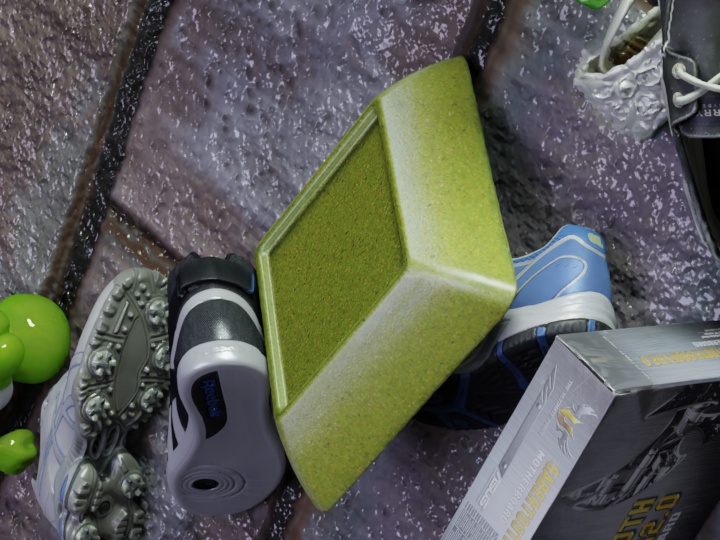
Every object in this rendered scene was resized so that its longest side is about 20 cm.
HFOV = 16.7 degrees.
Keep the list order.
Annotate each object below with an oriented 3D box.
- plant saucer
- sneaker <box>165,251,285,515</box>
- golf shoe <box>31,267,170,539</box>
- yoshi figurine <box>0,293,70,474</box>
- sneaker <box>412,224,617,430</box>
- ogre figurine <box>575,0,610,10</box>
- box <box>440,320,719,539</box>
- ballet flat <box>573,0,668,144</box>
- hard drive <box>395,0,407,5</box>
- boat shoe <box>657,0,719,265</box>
[{"bbox_3d":[0.000,0.000,1.392,0.200,0.048,0.200,-50,33,34],"label":"plant saucer"},{"bbox_3d":[-0.084,0.061,1.505,0.200,0.073,0.112,100,167,-57],"label":"sneaker"},{"bbox_3d":[-0.180,0.083,1.613,0.097,0.078,0.201,32,113,44],"label":"golf shoe"},{"bbox_3d":[-0.259,0.075,1.692,0.200,0.112,0.112,-40,25,53],"label":"yoshi figurine"},{"bbox_3d":[0.073,0.036,1.379,0.199,0.075,0.078,-22,52,44],"label":"sneaker"},{"bbox_3d":[0.067,-0.232,1.255,0.097,0.120,0.201,-16,74,-1],"label":"ogre figurine"},{"bbox_3d":[0.121,0.119,1.267,0.048,0.158,0.201,45,121,32],"label":"box"},{"bbox_3d":[0.177,-0.145,1.247,0.200,0.071,0.072,-51,60,33],"label":"ballet flat"},{"bbox_3d":[-0.036,-0.232,1.366,0.027,0.199,0.132,-64,8,-26],"label":"hard drive"},{"bbox_3d":[0.183,-0.090,1.201,0.070,0.064,0.201,-2,122,25],"label":"boat shoe"}]
